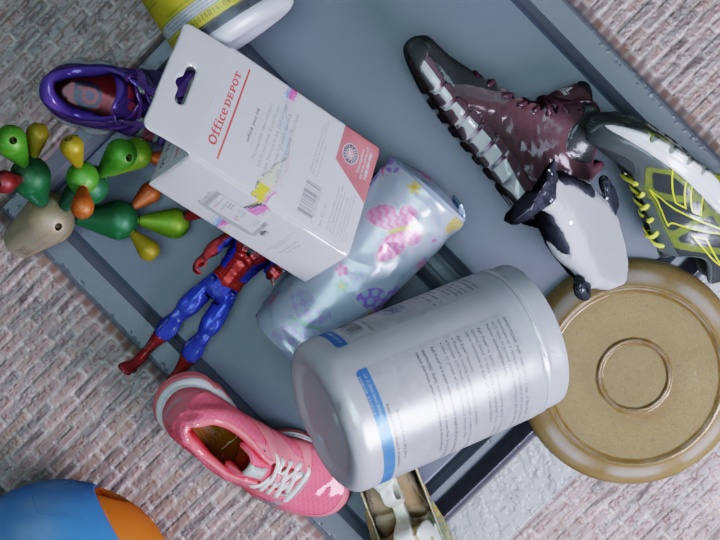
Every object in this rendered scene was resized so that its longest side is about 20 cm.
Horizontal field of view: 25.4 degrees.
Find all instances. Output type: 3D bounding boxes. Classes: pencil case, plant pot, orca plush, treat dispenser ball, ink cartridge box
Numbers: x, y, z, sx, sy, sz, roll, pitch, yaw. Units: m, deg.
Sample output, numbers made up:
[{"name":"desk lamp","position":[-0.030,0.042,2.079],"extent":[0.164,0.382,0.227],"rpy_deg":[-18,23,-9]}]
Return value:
[{"name":"pencil case","position":[0.000,0.000,1.363],"extent":[0.091,0.083,0.200],"rpy_deg":[38,96,-14]},{"name":"plant pot","position":[0.237,0.090,1.391],"extent":[0.199,0.027,0.201],"rpy_deg":[0,95,1]},{"name":"orca plush","position":[0.155,-0.031,1.302],"extent":[0.071,0.200,0.106],"rpy_deg":[5,87,30]},{"name":"treat dispenser ball","position":[-0.252,0.277,1.339],"extent":[0.200,0.201,0.202],"rpy_deg":[0,96,2]},{"name":"ink cartridge box","position":[-0.091,-0.095,1.292],"extent":[0.200,0.067,0.117],"rpy_deg":[33,53,-23]}]

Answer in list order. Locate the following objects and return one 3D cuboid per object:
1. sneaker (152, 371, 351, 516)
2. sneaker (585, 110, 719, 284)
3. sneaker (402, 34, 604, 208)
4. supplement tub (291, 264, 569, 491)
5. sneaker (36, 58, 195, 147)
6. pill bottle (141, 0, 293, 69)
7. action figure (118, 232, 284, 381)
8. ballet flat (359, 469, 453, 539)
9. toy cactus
[{"name":"sneaker","position":[-0.090,0.166,1.363],"extent":[0.200,0.087,0.074],"rpy_deg":[32,98,-22]},{"name":"sneaker","position":[0.260,-0.057,1.338],"extent":[0.200,0.075,0.085],"rpy_deg":[33,103,-16]},{"name":"sneaker","position":[0.132,-0.143,1.356],"extent":[0.115,0.076,0.200],"rpy_deg":[-39,103,0]},{"name":"supplement tub","position":[0.056,0.087,1.313],"extent":[0.199,0.132,0.133],"rpy_deg":[-20,95,-19]},{"name":"sneaker","position":[-0.176,-0.137,1.355],"extent":[0.199,0.083,0.081],"rpy_deg":[4,96,0]},{"name":"pill bottle","position":[-0.151,-0.277,1.326],"extent":[0.112,0.112,0.200],"rpy_deg":[-33,94,5]},{"name":"action figure","position":[-0.127,0.026,1.365],"extent":[0.065,0.099,0.200],"rpy_deg":[38,93,-3]},{"name":"ballet flat","position":[0.033,0.206,1.390],"extent":[0.070,0.071,0.201],"rpy_deg":[-20,95,4]},{"name":"toy cactus","position":[-0.238,-0.053,1.352],"extent":[0.165,0.199,0.103],"rpy_deg":[-33,58,34]}]
